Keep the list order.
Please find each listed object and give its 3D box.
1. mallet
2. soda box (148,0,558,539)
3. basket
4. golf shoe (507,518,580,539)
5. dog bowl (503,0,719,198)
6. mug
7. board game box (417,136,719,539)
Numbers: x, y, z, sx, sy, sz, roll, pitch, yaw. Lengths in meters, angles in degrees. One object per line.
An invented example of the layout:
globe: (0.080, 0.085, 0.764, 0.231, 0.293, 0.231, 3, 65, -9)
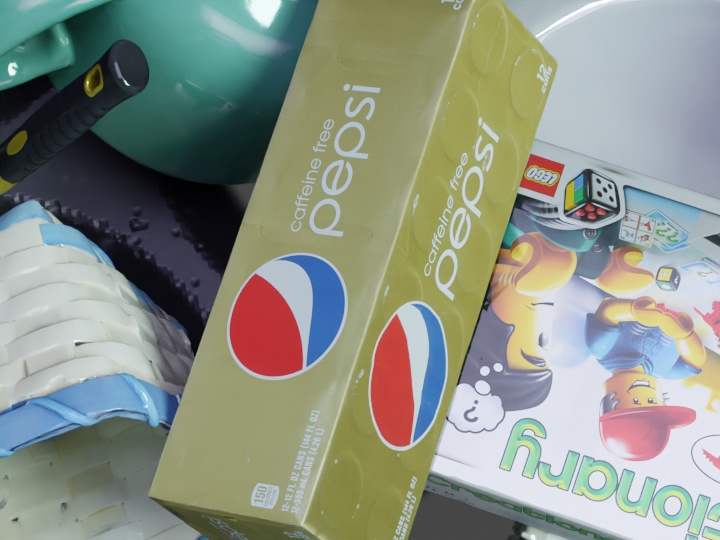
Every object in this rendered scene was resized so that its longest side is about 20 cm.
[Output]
mallet: (-0.129, -0.027, 1.089, 0.041, 0.200, 0.066, 0, 78, -34)
soda box: (0.000, 0.000, 1.017, 0.064, 0.068, 0.201, 7, 70, 32)
basket: (-0.101, 0.094, 1.049, 0.139, 0.176, 0.201, -28, 57, 8)
golf shoe: (0.080, 0.160, 1.070, 0.097, 0.078, 0.201, 12, 81, 1)
dog bowl: (0.121, -0.036, 1.126, 0.199, 0.079, 0.201, -1, 70, 3)
mug: (-0.047, -0.110, 1.111, 0.152, 0.114, 0.185, 38, 62, -6)
board game box: (0.130, 0.045, 1.037, 0.199, 0.035, 0.127, 18, 74, 7)
